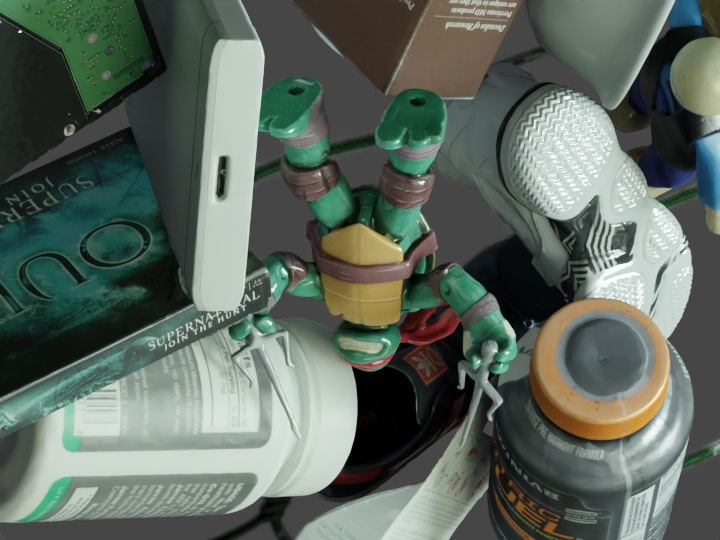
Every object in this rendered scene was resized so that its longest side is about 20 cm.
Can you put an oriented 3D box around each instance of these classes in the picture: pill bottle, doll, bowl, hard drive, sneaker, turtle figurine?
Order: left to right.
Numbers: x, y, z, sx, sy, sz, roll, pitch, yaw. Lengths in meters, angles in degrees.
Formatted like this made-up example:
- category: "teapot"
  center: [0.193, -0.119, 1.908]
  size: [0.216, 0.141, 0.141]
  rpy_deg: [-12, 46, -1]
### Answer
- category: "hard drive"
  center: [-0.188, -0.092, 1.196]
  size: [0.200, 0.038, 0.140]
  rpy_deg: [-36, 136, -17]
- category: "pill bottle"
  center: [-0.107, 0.071, 1.414]
  size: [0.199, 0.113, 0.114]
  rpy_deg: [3, 114, -38]
- category: "hard drive"
  center: [-0.080, -0.087, 1.283]
  size: [0.027, 0.200, 0.133]
  rpy_deg: [-1, 119, -14]
- category: "turtle figurine"
  center: [0.000, 0.000, 1.387]
  size: [0.149, 0.101, 0.201]
  rpy_deg: [-5, 126, 0]
- category: "sneaker"
  center: [0.044, 0.050, 1.526]
  size: [0.200, 0.075, 0.085]
  rpy_deg: [-45, 168, -8]
- category: "sneaker"
  center: [0.107, -0.040, 1.509]
  size: [0.075, 0.115, 0.200]
  rpy_deg: [-41, 131, -10]
- category: "pill bottle"
  center: [0.123, 0.088, 1.479]
  size: [0.106, 0.106, 0.200]
  rpy_deg: [-35, 158, -16]
- category: "bowl"
  center: [0.130, -0.192, 1.424]
  size: [0.090, 0.201, 0.202]
  rpy_deg: [22, 105, 0]
- category: "doll"
  center: [0.173, -0.084, 1.463]
  size: [0.048, 0.200, 0.137]
  rpy_deg: [-11, 82, -6]

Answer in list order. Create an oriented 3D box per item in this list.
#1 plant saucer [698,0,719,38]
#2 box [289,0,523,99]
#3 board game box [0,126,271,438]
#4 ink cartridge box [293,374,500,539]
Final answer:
- category: "plant saucer"
  center: [0.205, -0.122, 1.495]
  size: [0.035, 0.201, 0.201]
  rpy_deg: [-12, 125, -8]
- category: "box"
  center: [0.048, -0.193, 1.357]
  size: [0.075, 0.100, 0.201]
  rpy_deg: [1, 127, -45]
- category: "board game box"
  center: [-0.161, 0.012, 1.322]
  size: [0.199, 0.135, 0.028]
  rpy_deg: [-27, 138, -23]
- category: "ink cartridge box"
  center: [0.016, 0.138, 1.547]
  size: [0.200, 0.047, 0.160]
  rpy_deg: [-55, 165, 0]
